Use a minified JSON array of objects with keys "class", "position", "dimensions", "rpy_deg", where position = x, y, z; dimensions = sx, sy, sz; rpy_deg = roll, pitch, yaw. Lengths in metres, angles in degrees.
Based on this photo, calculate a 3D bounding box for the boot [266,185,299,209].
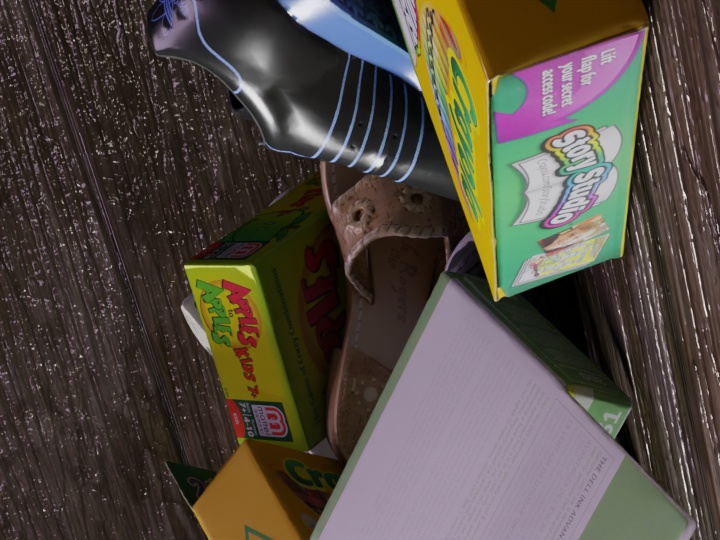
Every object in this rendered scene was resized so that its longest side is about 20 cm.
[{"class":"boot","position":[0.034,0.031,1.482],"dimensions":[0.200,0.073,0.144],"rpy_deg":[28,-168,-49]}]

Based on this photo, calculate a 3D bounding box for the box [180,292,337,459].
[{"class":"box","position":[-0.020,0.081,1.422],"dimensions":[0.200,0.068,0.082],"rpy_deg":[47,172,20]}]

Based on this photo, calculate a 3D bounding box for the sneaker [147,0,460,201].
[{"class":"sneaker","position":[0.000,-0.073,0.932],"dimensions":[0.200,0.078,0.070],"rpy_deg":[37,-145,-40]}]

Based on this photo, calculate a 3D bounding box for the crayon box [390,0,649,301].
[{"class":"crayon box","position":[0.041,-0.106,0.788],"dimensions":[0.200,0.058,0.174],"rpy_deg":[77,176,-70]}]

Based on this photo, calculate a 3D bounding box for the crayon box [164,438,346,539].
[{"class":"crayon box","position":[0.002,0.153,1.097],"dimensions":[0.125,0.052,0.200],"rpy_deg":[18,-152,-45]}]

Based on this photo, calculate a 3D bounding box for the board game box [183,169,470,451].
[{"class":"board game box","position":[0.000,0.000,1.186],"dimensions":[0.200,0.047,0.102],"rpy_deg":[-38,-60,-46]}]

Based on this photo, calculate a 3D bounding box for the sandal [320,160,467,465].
[{"class":"sandal","position":[0.024,-0.006,1.102],"dimensions":[0.070,0.077,0.213],"rpy_deg":[-178,91,-71]}]

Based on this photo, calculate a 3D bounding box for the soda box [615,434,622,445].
[{"class":"soda box","position":[0.099,0.137,1.099],"dimensions":[0.200,0.063,0.068],"rpy_deg":[75,177,-54]}]

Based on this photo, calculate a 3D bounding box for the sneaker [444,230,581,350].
[{"class":"sneaker","position":[0.065,0.046,1.107],"dimensions":[0.201,0.075,0.077],"rpy_deg":[82,174,-46]}]

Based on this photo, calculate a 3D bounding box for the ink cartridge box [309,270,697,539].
[{"class":"ink cartridge box","position":[0.065,0.110,0.962],"dimensions":[0.200,0.048,0.146],"rpy_deg":[45,114,48]}]
